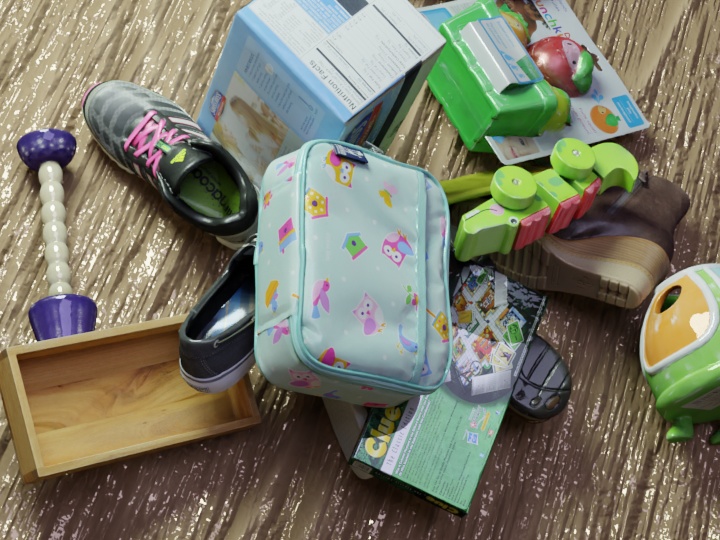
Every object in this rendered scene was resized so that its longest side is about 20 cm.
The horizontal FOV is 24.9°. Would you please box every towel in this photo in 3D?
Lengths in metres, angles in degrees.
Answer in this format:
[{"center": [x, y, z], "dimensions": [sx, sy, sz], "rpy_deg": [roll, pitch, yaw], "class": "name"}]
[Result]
[{"center": [0.134, -0.086, 1.469], "dimensions": [0.198, 0.086, 0.018], "rpy_deg": [-14, 100, -23], "class": "towel"}]

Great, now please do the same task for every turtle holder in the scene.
[{"center": [0.329, 0.065, 1.422], "dimensions": [0.183, 0.141, 0.133], "rpy_deg": [-10, 66, -20], "class": "turtle holder"}]

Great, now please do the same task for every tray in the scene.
[{"center": [-0.180, 0.095, 1.273], "dimensions": [0.198, 0.037, 0.100], "rpy_deg": [-10, 79, -37], "class": "tray"}]

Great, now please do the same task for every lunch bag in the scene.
[{"center": [0.000, 0.000, 1.268], "dimensions": [0.159, 0.077, 0.202], "rpy_deg": [14, 66, -30], "class": "lunch bag"}]

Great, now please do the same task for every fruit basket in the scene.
[{"center": [0.161, -0.193, 1.524], "dimensions": [0.198, 0.094, 0.186], "rpy_deg": [-18, 68, -31], "class": "fruit basket"}]

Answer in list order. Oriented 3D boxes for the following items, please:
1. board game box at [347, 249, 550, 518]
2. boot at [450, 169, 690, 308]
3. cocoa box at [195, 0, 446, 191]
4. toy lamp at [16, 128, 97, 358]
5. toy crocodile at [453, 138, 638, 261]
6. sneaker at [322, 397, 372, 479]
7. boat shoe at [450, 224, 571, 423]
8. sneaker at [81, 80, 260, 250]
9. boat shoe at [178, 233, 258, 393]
[{"center": [0.074, 0.088, 1.322], "dimensions": [0.104, 0.023, 0.202], "rpy_deg": [26, 66, -4], "class": "board game box"}, {"center": [0.194, -0.050, 1.491], "dimensions": [0.198, 0.073, 0.167], "rpy_deg": [23, 42, 10], "class": "boot"}, {"center": [-0.040, -0.153, 1.378], "dimensions": [0.133, 0.200, 0.131], "rpy_deg": [45, 61, 7], "class": "cocoa box"}, {"center": [-0.248, -0.017, 1.329], "dimensions": [0.058, 0.058, 0.202], "rpy_deg": [-3, 66, -19], "class": "toy lamp"}, {"center": [0.156, -0.057, 1.383], "dimensions": [0.199, 0.068, 0.062], "rpy_deg": [-26, 59, -36], "class": "toy crocodile"}, {"center": [0.013, 0.069, 1.365], "dimensions": [0.098, 0.071, 0.202], "rpy_deg": [-12, 72, -26], "class": "sneaker"}, {"center": [0.100, 0.051, 1.396], "dimensions": [0.075, 0.074, 0.201], "rpy_deg": [-31, 77, -16], "class": "boat shoe"}, {"center": [-0.154, -0.094, 1.369], "dimensions": [0.200, 0.087, 0.074], "rpy_deg": [41, 86, 3], "class": "sneaker"}, {"center": [-0.081, 0.007, 1.297], "dimensions": [0.069, 0.067, 0.200], "rpy_deg": [24, 56, 27], "class": "boat shoe"}]
